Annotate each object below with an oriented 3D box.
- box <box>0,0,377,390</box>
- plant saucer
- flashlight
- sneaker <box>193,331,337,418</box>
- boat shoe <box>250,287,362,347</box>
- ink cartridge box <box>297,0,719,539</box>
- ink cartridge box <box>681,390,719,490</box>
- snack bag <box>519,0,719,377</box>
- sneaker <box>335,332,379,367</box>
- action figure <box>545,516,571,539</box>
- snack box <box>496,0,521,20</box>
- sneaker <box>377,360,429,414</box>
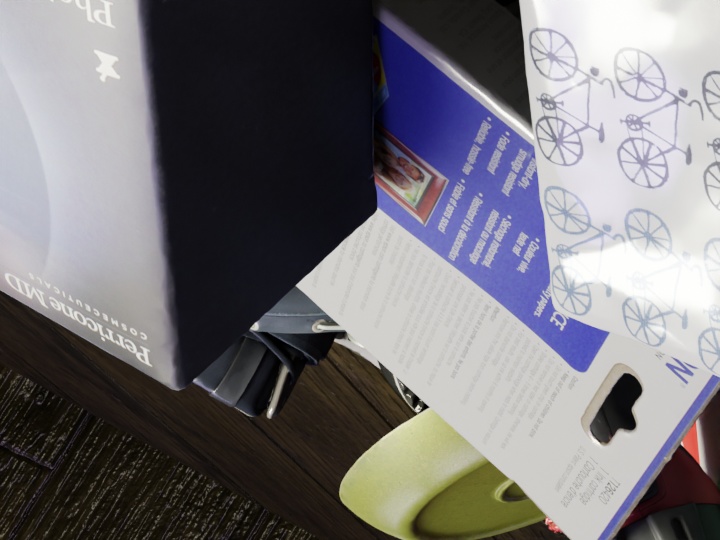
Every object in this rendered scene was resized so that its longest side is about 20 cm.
[{"bbox_3d":[-0.104,-0.099,0.785,0.199,0.123,0.199,27,142,26],"label":"box"},{"bbox_3d":[0.088,0.089,1.164,0.200,0.199,0.031,60,-172,-68],"label":"plant saucer"},{"bbox_3d":[0.102,0.051,0.979,0.068,0.201,0.068,2,143,-30],"label":"flashlight"},{"bbox_3d":[-0.022,0.002,1.156,0.077,0.147,0.202,35,167,-13],"label":"sneaker"},{"bbox_3d":[0.000,0.000,1.050,0.199,0.075,0.062,-1,141,-14],"label":"boat shoe"},{"bbox_3d":[0.048,-0.009,0.865,0.200,0.047,0.198,40,150,10],"label":"ink cartridge box"},{"bbox_3d":[0.148,0.066,0.987,0.200,0.050,0.162,14,115,54],"label":"ink cartridge box"},{"bbox_3d":[0.130,-0.032,0.682,0.199,0.021,0.189,22,137,33],"label":"snack bag"},{"bbox_3d":[-0.011,0.010,1.354,0.081,0.074,0.200,24,165,47],"label":"sneaker"},{"bbox_3d":[0.102,0.149,1.127,0.051,0.066,0.200,16,179,5],"label":"action figure"},{"bbox_3d":[0.100,-0.051,0.867,0.116,0.037,0.200,39,167,-30],"label":"snack box"},{"bbox_3d":[0.053,0.029,1.176,0.090,0.070,0.200,46,-164,33],"label":"sneaker"}]
